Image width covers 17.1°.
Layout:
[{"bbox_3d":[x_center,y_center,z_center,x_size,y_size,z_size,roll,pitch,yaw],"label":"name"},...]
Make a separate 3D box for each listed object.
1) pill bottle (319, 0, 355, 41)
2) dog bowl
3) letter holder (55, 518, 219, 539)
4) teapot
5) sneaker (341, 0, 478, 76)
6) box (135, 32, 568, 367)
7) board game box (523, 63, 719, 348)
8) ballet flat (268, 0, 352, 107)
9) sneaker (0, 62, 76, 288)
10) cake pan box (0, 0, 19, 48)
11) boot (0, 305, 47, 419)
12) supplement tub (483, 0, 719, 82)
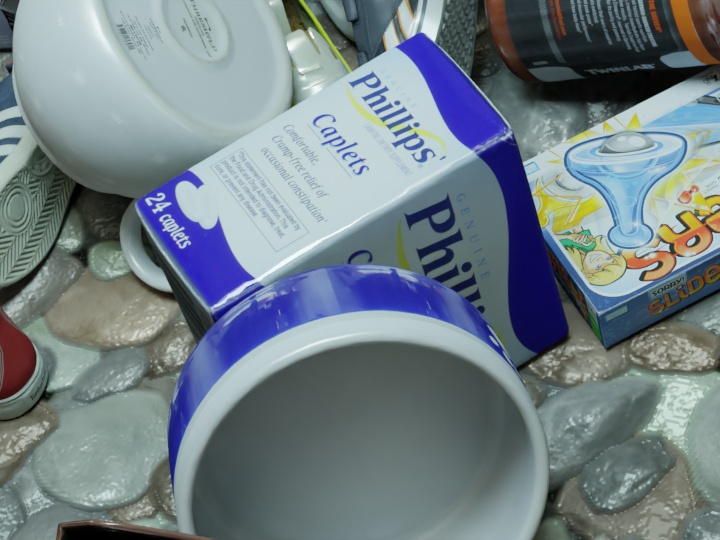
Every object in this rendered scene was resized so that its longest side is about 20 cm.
[{"bbox_3d":[0.058,-0.245,1.609,0.199,0.112,0.112,-29,49,-8],"label":"pill bottle"},{"bbox_3d":[-0.003,0.100,1.280,0.199,0.201,0.079,-20,31,0],"label":"dog bowl"},{"bbox_3d":[-0.046,0.186,1.173,0.199,0.142,0.101,13,77,-19],"label":"letter holder"},{"bbox_3d":[-0.147,-0.117,1.510,0.146,0.197,0.201,-34,36,36],"label":"teapot"},{"bbox_3d":[0.029,-0.162,1.517,0.079,0.201,0.078,15,14,24],"label":"sneaker"},{"bbox_3d":[0.000,0.000,1.377,0.199,0.184,0.105,-32,48,-10],"label":"box"},{"bbox_3d":[0.203,-0.051,1.457,0.199,0.035,0.136,-27,49,-7],"label":"board game box"},{"bbox_3d":[-0.047,-0.144,1.586,0.066,0.067,0.200,-21,48,-10],"label":"ballet flat"},{"bbox_3d":[-0.238,-0.066,1.583,0.084,0.075,0.201,3,46,25],"label":"sneaker"},{"bbox_3d":[-0.192,-0.240,1.722,0.183,0.052,0.201,0,52,20],"label":"cake pan box"},{"bbox_3d":[-0.304,0.022,1.477,0.199,0.145,0.073,4,54,21],"label":"boot"},{"bbox_3d":[0.184,-0.177,1.493,0.199,0.107,0.107,-3,49,33],"label":"supplement tub"}]
